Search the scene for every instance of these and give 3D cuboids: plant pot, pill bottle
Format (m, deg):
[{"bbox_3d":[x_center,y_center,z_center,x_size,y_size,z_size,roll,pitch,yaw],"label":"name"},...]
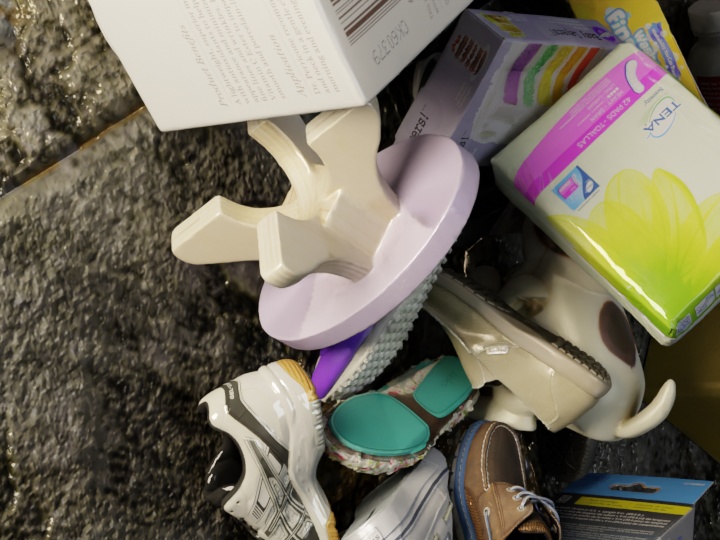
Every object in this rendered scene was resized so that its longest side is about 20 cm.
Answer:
[{"bbox_3d":[0.427,0.076,1.574,0.200,0.176,0.201,36,62,-42],"label":"plant pot"},{"bbox_3d":[0.405,-0.187,1.604,0.112,0.112,0.201,-38,117,-42],"label":"pill bottle"}]

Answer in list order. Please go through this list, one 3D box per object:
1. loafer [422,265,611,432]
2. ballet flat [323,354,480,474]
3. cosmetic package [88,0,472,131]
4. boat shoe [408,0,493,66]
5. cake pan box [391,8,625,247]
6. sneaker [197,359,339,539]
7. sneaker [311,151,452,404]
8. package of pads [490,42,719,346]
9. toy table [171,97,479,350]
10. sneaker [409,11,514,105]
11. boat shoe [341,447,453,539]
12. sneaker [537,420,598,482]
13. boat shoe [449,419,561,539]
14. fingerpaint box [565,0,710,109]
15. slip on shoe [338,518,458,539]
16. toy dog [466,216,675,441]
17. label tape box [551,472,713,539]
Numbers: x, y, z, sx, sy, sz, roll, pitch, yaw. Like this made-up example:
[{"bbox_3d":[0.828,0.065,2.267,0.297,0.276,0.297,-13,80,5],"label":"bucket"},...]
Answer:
[{"bbox_3d":[0.100,0.058,1.213,0.069,0.199,0.076,-59,161,8],"label":"loafer"},{"bbox_3d":[0.028,0.123,1.186,0.076,0.064,0.200,45,33,19],"label":"ballet flat"},{"bbox_3d":[-0.057,-0.207,1.006,0.165,0.199,0.166,-47,123,-37],"label":"cosmetic package"},{"bbox_3d":[0.086,-0.240,1.273,0.200,0.066,0.070,-49,124,-37],"label":"boat shoe"},{"bbox_3d":[0.106,-0.111,1.233,0.184,0.052,0.201,-3,130,-48],"label":"cake pan box"},{"bbox_3d":[-0.069,0.161,1.096,0.087,0.076,0.201,-16,112,-18],"label":"sneaker"},{"bbox_3d":[0.000,0.000,1.166,0.201,0.099,0.070,-61,163,9],"label":"sneaker"},{"bbox_3d":[0.223,-0.063,1.187,0.154,0.200,0.068,-42,160,-6],"label":"package of pads"},{"bbox_3d":[-0.029,-0.039,1.052,0.117,0.200,0.184,32,23,-35],"label":"toy table"},{"bbox_3d":[0.110,-0.167,1.291,0.200,0.079,0.074,-40,119,-40],"label":"sneaker"},{"bbox_3d":[0.035,0.194,1.155,0.067,0.073,0.200,53,20,1],"label":"boat shoe"},{"bbox_3d":[0.211,0.088,1.414,0.104,0.060,0.201,-5,92,-48],"label":"sneaker"},{"bbox_3d":[0.118,0.204,1.191,0.072,0.072,0.201,27,51,-38],"label":"boat shoe"},{"bbox_3d":[0.243,-0.175,1.348,0.167,0.073,0.201,42,26,-67],"label":"fingerpaint box"},{"bbox_3d":[0.047,0.236,1.219,0.199,0.074,0.061,3,119,-44],"label":"slip on shoe"},{"bbox_3d":[0.173,0.033,1.280,0.139,0.193,0.202,4,94,-40],"label":"toy dog"},{"bbox_3d":[0.206,0.248,1.339,0.200,0.144,0.064,-26,108,-46],"label":"label tape box"}]
